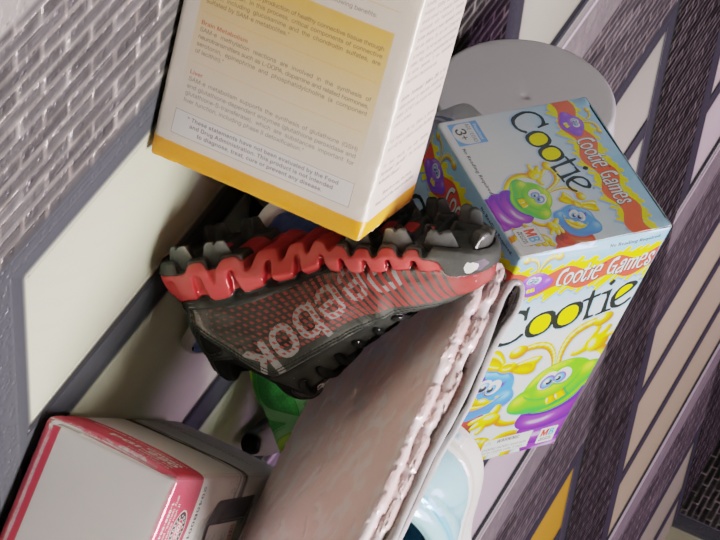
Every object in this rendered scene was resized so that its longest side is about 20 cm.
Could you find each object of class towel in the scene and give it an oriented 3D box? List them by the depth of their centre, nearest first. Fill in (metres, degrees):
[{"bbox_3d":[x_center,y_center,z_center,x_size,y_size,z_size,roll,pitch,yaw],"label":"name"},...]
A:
[{"bbox_3d":[0.000,0.098,1.342,0.191,0.032,0.200,-28,-149,59],"label":"towel"}]

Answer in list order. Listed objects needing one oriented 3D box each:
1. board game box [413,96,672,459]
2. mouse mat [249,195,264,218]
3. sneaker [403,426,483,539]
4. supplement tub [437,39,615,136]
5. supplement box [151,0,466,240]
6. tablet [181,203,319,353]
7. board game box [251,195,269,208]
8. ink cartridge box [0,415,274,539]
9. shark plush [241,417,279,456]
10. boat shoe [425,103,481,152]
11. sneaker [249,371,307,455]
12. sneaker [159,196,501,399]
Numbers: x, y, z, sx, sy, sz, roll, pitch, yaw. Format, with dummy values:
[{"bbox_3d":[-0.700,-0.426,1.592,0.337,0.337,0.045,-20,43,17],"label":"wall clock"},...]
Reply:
[{"bbox_3d":[0.079,0.011,1.429,0.103,0.105,0.200,-11,145,-29],"label":"board game box"},{"bbox_3d":[-0.022,-0.115,1.475,0.161,0.008,0.200,-50,158,-46],"label":"mouse mat"},{"bbox_3d":[0.021,0.174,1.407,0.082,0.074,0.200,-46,146,-41],"label":"sneaker"},{"bbox_3d":[0.102,-0.048,1.749,0.132,0.132,0.200,-53,159,-41],"label":"supplement tub"},{"bbox_3d":[-0.017,-0.134,1.241,0.074,0.126,0.200,-38,149,-58],"label":"supplement box"},{"bbox_3d":[0.000,0.000,1.461,0.200,0.014,0.130,-2,140,-38],"label":"tablet"},{"bbox_3d":[-0.004,-0.122,1.443,0.200,0.037,0.151,-64,165,-6],"label":"board game box"},{"bbox_3d":[-0.128,0.161,1.369,0.146,0.085,0.200,-67,166,2],"label":"ink cartridge box"},{"bbox_3d":[-0.015,0.088,1.679,0.200,0.091,0.083,34,48,-68],"label":"shark plush"},{"bbox_3d":[0.025,-0.057,1.542,0.072,0.070,0.201,-30,-177,-17],"label":"boat shoe"},{"bbox_3d":[-0.021,0.112,1.547,0.084,0.074,0.200,-173,-105,-71],"label":"sneaker"},{"bbox_3d":[-0.010,0.017,1.320,0.071,0.200,0.098,-34,113,-57],"label":"sneaker"}]
